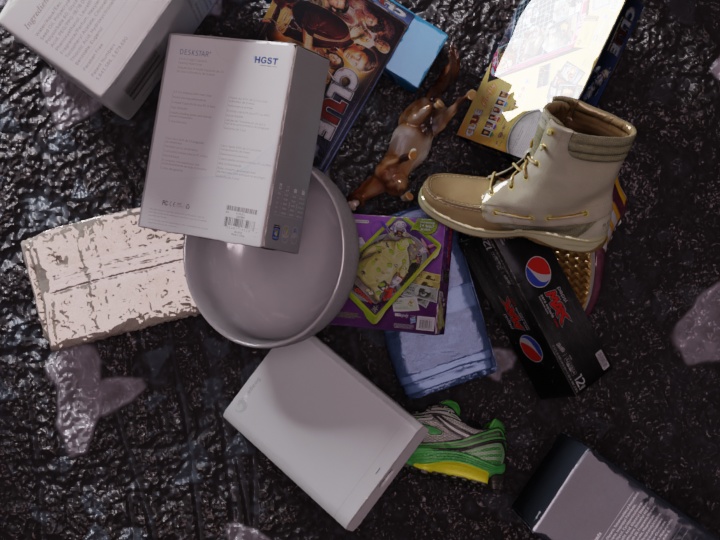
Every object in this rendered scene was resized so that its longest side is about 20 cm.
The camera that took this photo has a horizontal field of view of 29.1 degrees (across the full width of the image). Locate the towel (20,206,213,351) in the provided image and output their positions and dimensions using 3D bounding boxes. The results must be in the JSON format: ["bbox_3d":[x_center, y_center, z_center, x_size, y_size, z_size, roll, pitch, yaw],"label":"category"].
[{"bbox_3d":[-0.260,0.003,1.506,0.198,0.034,0.134,-13,92,-3],"label":"towel"}]

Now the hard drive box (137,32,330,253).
[{"bbox_3d":[-0.128,-0.128,1.396,0.155,0.077,0.202,10,91,27],"label":"hard drive box"}]

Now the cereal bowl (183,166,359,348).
[{"bbox_3d":[-0.084,-0.018,1.454,0.199,0.083,0.202,-2,85,26],"label":"cereal bowl"}]

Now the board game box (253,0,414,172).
[{"bbox_3d":[-0.050,-0.215,1.457,0.135,0.035,0.201,30,118,-2],"label":"board game box"}]

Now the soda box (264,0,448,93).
[{"bbox_3d":[-0.007,-0.273,1.496,0.199,0.064,0.068,32,90,-2],"label":"soda box"}]

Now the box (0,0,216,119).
[{"bbox_3d":[-0.245,-0.279,1.420,0.130,0.199,0.201,36,89,-1],"label":"box"}]

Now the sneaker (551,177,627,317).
[{"bbox_3d":[0.251,-0.042,1.502,0.090,0.075,0.202,-16,116,-39],"label":"sneaker"}]

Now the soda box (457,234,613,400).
[{"bbox_3d":[0.187,0.037,1.484,0.063,0.071,0.201,-32,98,-28],"label":"soda box"}]

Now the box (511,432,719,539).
[{"bbox_3d":[0.277,0.277,1.467,0.199,0.148,0.107,34,89,-2],"label":"box"}]

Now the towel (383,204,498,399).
[{"bbox_3d":[0.071,0.031,1.508,0.111,0.049,0.202,-17,91,0],"label":"towel"}]

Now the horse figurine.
[{"bbox_3d":[0.057,-0.140,1.481,0.050,0.132,0.201,32,79,-14],"label":"horse figurine"}]

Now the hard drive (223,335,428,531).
[{"bbox_3d":[-0.040,0.161,1.465,0.200,0.026,0.132,37,90,31],"label":"hard drive"}]

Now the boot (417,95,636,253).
[{"bbox_3d":[0.164,-0.103,1.381,0.198,0.072,0.155,11,134,2],"label":"boot"}]

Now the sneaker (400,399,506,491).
[{"bbox_3d":[0.063,0.179,1.505,0.198,0.078,0.086,14,75,-4],"label":"sneaker"}]

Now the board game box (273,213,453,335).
[{"bbox_3d":[0.000,0.000,1.471,0.199,0.032,0.121,5,94,27],"label":"board game box"}]

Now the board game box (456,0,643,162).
[{"bbox_3d":[0.200,-0.211,1.477,0.135,0.035,0.201,26,90,43],"label":"board game box"}]
